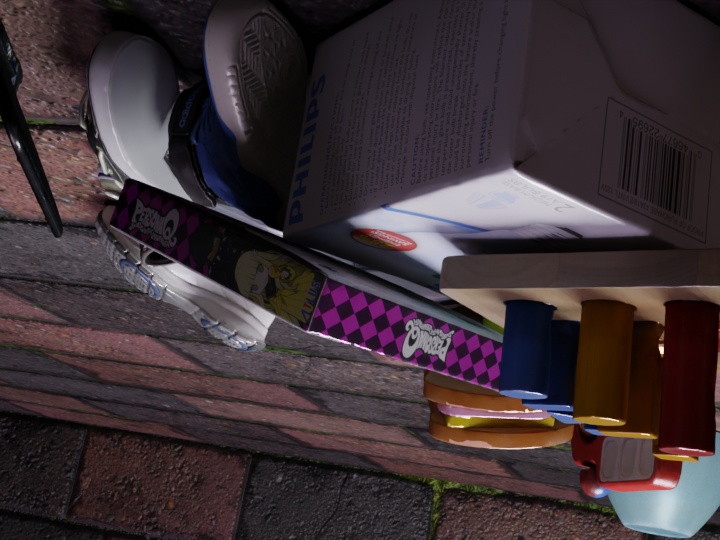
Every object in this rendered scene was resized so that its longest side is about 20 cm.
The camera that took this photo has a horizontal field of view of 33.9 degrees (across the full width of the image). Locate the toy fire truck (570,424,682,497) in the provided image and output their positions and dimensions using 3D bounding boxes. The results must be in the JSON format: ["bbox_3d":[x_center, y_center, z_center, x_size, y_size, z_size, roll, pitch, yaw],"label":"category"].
[{"bbox_3d":[0.240,0.122,1.094,0.110,0.171,0.200,15,164,-13],"label":"toy fire truck"}]

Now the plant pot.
[{"bbox_3d":[0.420,0.295,1.647,0.196,0.137,0.200,11,165,3],"label":"plant pot"}]

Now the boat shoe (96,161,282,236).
[{"bbox_3d":[-0.134,-0.042,0.918,0.198,0.063,0.072,20,177,30],"label":"boat shoe"}]

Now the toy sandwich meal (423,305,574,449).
[{"bbox_3d":[0.107,0.073,0.931,0.201,0.072,0.205,4,-166,-1],"label":"toy sandwich meal"}]

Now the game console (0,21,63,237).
[{"bbox_3d":[-0.262,-0.115,0.715,0.173,0.118,0.200,12,164,-5],"label":"game console"}]

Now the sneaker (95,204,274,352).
[{"bbox_3d":[-0.161,-0.005,1.128,0.199,0.088,0.074,35,162,-12],"label":"sneaker"}]

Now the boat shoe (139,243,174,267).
[{"bbox_3d":[-0.118,-0.033,1.015,0.198,0.058,0.066,-3,160,42],"label":"boat shoe"}]

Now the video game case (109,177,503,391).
[{"bbox_3d":[-0.022,0.011,0.705,0.180,0.036,0.199,26,-177,40],"label":"video game case"}]

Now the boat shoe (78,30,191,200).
[{"bbox_3d":[-0.156,-0.095,0.793,0.063,0.071,0.201,22,159,13],"label":"boat shoe"}]

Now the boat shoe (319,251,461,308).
[{"bbox_3d":[0.000,0.000,0.926,0.196,0.073,0.068,0,161,15],"label":"boat shoe"}]

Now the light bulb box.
[{"bbox_3d":[0.094,-0.060,0.637,0.196,0.127,0.199,20,162,-30],"label":"light bulb box"}]

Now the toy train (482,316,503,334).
[{"bbox_3d":[0.105,0.013,0.822,0.196,0.086,0.116,-4,152,-7],"label":"toy train"}]

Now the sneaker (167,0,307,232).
[{"bbox_3d":[-0.083,-0.096,0.727,0.110,0.078,0.201,18,158,24],"label":"sneaker"}]

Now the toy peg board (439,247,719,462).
[{"bbox_3d":[0.165,0.064,0.610,0.196,0.100,0.199,-1,164,31],"label":"toy peg board"}]
